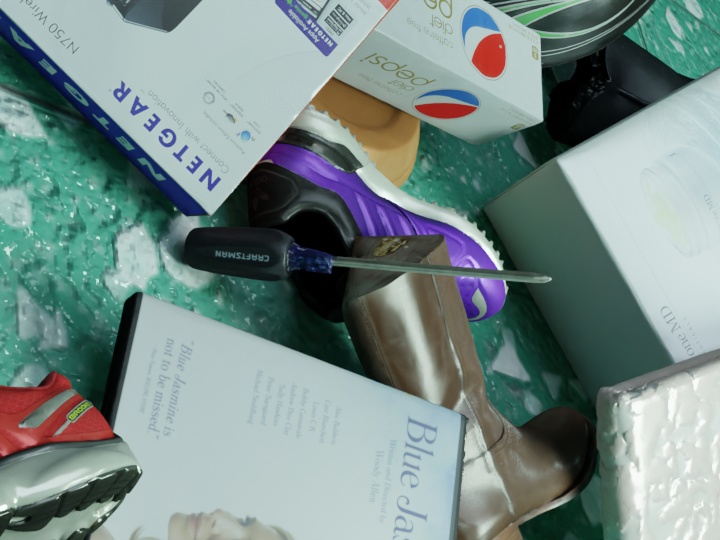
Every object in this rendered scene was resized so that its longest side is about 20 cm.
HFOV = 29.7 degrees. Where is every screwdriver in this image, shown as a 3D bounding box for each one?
[{"bbox_3d":[0.000,0.000,0.708,0.028,0.198,0.029,61,42,-64],"label":"screwdriver"}]

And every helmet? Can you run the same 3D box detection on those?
[{"bbox_3d":[0.125,-0.241,0.996,0.190,0.200,0.201,-31,89,-24],"label":"helmet"}]

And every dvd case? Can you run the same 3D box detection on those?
[{"bbox_3d":[-0.036,0.108,0.653,0.198,0.017,0.144,23,59,-27],"label":"dvd case"}]

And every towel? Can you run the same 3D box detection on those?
[{"bbox_3d":[0.224,0.150,0.864,0.189,0.032,0.203,-15,105,-34],"label":"towel"}]

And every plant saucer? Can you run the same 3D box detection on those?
[{"bbox_3d":[-0.025,-0.140,0.896,0.199,0.037,0.202,32,43,-35],"label":"plant saucer"}]

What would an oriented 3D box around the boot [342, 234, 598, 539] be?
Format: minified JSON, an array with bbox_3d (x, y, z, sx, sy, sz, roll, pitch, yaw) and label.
[{"bbox_3d":[0.066,0.054,0.799,0.186,0.064,0.202,-40,112,-53],"label":"boot"}]

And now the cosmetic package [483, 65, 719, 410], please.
[{"bbox_3d":[0.233,-0.017,0.987,0.199,0.123,0.201,-29,87,-24],"label":"cosmetic package"}]

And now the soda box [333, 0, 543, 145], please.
[{"bbox_3d":[0.036,-0.149,0.882,0.199,0.063,0.069,19,64,-43],"label":"soda box"}]

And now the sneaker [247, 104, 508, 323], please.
[{"bbox_3d":[0.006,-0.004,0.813,0.199,0.069,0.100,34,49,-28],"label":"sneaker"}]

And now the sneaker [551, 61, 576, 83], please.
[{"bbox_3d":[0.148,-0.245,1.176,0.139,0.078,0.202,16,52,-35],"label":"sneaker"}]

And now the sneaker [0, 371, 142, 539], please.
[{"bbox_3d":[-0.178,0.081,0.521,0.085,0.077,0.199,50,28,24],"label":"sneaker"}]

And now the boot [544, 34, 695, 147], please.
[{"bbox_3d":[0.222,-0.085,1.117,0.167,0.076,0.202,19,85,-21],"label":"boot"}]

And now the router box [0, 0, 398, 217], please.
[{"bbox_3d":[-0.097,-0.161,0.720,0.200,0.049,0.180,44,74,-18],"label":"router box"}]
